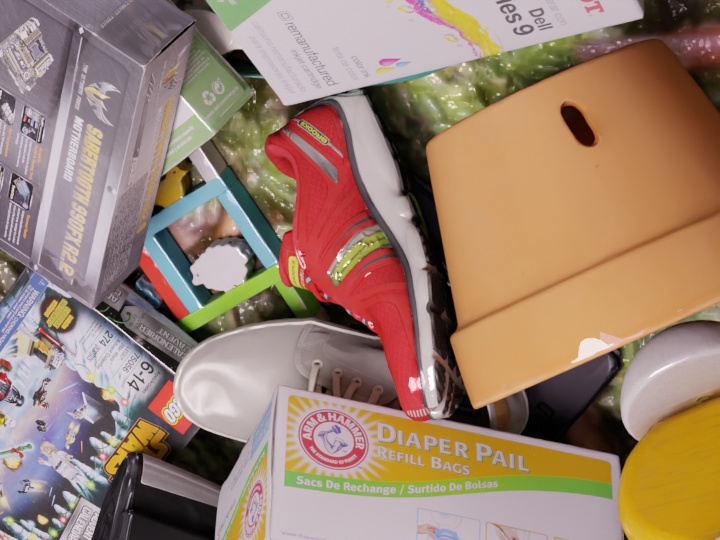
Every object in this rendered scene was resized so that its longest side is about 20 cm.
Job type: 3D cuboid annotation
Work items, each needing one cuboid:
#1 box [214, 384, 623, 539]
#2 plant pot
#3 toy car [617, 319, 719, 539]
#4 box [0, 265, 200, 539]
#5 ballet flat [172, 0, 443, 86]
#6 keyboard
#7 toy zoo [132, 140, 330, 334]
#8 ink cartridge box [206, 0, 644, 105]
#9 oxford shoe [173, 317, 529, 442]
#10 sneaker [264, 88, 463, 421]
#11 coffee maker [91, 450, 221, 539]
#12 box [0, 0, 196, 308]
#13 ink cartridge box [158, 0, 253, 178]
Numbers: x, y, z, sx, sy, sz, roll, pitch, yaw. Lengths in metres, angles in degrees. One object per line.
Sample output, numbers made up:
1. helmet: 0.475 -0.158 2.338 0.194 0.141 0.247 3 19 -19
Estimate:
1. box: 0.030 0.149 1.536 0.199 0.102 0.113 12 141 -13
2. plant pot: 0.122 -0.030 1.493 0.200 0.200 0.140 -26 87 24
3. toy car: 0.235 0.104 1.427 0.200 0.175 0.150 -25 140 15
4. box: -0.177 0.090 1.687 0.137 0.040 0.200 38 125 0
5. ballet flat: -0.035 -0.127 1.554 0.199 0.070 0.068 3 112 14
6. keyboard: 0.044 0.023 1.623 0.200 0.040 0.104 41 93 -2
7. toy zoo: -0.124 -0.022 1.651 0.131 0.020 0.200 -30 101 25
8. ink cartridge box: 0.024 -0.172 1.398 0.199 0.088 0.145 -13 146 17
9. oxford shoe: -0.007 0.070 1.583 0.199 0.058 0.075 7 105 7
10. sneaker: 0.000 0.000 1.549 0.085 0.077 0.200 -22 63 7
11. coffee maker: -0.057 0.207 1.601 0.199 0.192 0.135 13 125 -11
12. box: -0.177 -0.094 1.518 0.158 0.048 0.200 32 140 13
13. ink cartridge box: -0.168 -0.133 1.552 0.200 0.048 0.145 48 141 -8
